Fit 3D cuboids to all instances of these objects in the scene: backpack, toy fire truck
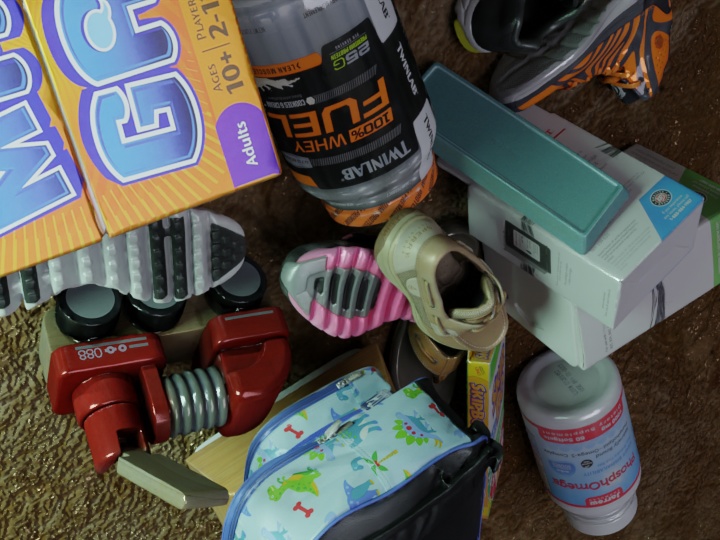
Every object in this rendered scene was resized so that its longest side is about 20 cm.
[{"bbox_3d":[-0.013,0.188,0.775,0.199,0.147,0.184,-25,136,-32],"label":"backpack"},{"bbox_3d":[-0.123,0.093,0.717,0.174,0.201,0.129,-7,148,-28],"label":"toy fire truck"}]

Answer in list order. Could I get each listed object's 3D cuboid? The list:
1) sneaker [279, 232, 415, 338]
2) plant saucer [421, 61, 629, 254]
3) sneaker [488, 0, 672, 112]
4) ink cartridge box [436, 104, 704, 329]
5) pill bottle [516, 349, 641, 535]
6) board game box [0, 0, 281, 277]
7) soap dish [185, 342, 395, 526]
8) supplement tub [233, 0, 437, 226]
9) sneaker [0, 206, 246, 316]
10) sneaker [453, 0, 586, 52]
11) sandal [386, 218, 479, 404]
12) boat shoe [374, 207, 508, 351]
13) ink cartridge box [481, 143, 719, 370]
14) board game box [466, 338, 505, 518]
[{"bbox_3d":[0.000,0.000,0.830,0.199,0.095,0.080,4,116,-47],"label":"sneaker"},{"bbox_3d":[0.117,-0.097,0.803,0.070,0.199,0.019,-49,164,-17],"label":"plant saucer"},{"bbox_3d":[0.208,-0.179,0.882,0.199,0.078,0.112,-39,126,-9],"label":"sneaker"},{"bbox_3d":[0.173,-0.056,0.853,0.116,0.200,0.067,-40,147,-21],"label":"ink cartridge box"},{"bbox_3d":[0.236,0.185,1.057,0.108,0.109,0.201,-32,125,-14],"label":"pill bottle"},{"bbox_3d":[-0.188,-0.128,0.562,0.198,0.200,0.202,-22,109,-16],"label":"board game box"},{"bbox_3d":[-0.038,0.180,0.909,0.199,0.081,0.158,-30,125,-13],"label":"soap dish"},{"bbox_3d":[-0.017,-0.139,0.739,0.122,0.122,0.201,-35,126,-12],"label":"supplement tub"},{"bbox_3d":[-0.179,-0.022,0.696,0.198,0.081,0.076,-3,119,-20],"label":"sneaker"},{"bbox_3d":[0.169,-0.247,0.821,0.200,0.085,0.074,-48,128,-2],"label":"sneaker"},{"bbox_3d":[0.078,0.053,0.931,0.081,0.055,0.202,2,112,-31],"label":"sandal"},{"bbox_3d":[0.079,0.024,0.801,0.072,0.064,0.200,-55,142,-4],"label":"boat shoe"},{"bbox_3d":[0.234,-0.018,0.931,0.199,0.145,0.085,-29,128,-16],"label":"ink cartridge box"},{"bbox_3d":[0.123,0.134,0.981,0.030,0.096,0.202,3,118,17],"label":"board game box"}]
